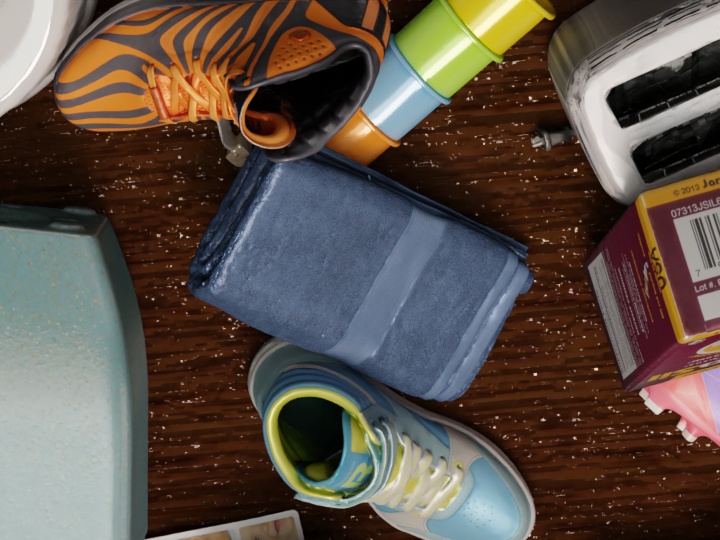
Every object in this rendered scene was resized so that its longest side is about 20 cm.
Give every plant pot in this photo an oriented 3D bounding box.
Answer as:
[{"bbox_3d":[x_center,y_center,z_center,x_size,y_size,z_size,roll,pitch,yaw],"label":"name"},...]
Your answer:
[{"bbox_3d":[-0.215,0.062,1.708,0.196,0.196,0.200,6,98,-2],"label":"plant pot"}]

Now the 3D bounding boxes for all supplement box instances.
[{"bbox_3d":[0.201,0.002,1.656,0.110,0.200,0.086,-15,81,-7],"label":"supplement box"}]

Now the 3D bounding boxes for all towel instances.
[{"bbox_3d":[0.000,0.000,1.724,0.200,0.049,0.112,24,102,-34],"label":"towel"}]

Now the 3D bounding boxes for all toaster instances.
[{"bbox_3d":[0.187,-0.109,1.684,0.200,0.129,0.114,-23,104,7],"label":"toaster"}]

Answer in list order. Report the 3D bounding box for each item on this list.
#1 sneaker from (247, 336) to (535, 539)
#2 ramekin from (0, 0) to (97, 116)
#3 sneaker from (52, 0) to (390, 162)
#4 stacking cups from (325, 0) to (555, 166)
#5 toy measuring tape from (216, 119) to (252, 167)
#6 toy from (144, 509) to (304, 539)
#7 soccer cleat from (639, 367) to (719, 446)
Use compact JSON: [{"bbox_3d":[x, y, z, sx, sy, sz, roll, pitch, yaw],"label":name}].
[{"bbox_3d":[0.018,0.122,1.750,0.200,0.131,0.080,31,102,-9],"label":"sneaker"},{"bbox_3d":[-0.250,-0.170,1.683,0.200,0.098,0.201,0,106,0],"label":"ramekin"},{"bbox_3d":[-0.082,-0.105,1.640,0.200,0.112,0.078,-17,124,14],"label":"sneaker"},{"bbox_3d":[0.022,-0.105,1.729,0.200,0.061,0.061,-42,102,16],"label":"stacking cups"},{"bbox_3d":[-0.067,-0.157,1.707,0.073,0.074,0.200,-12,115,4],"label":"toy measuring tape"},{"bbox_3d":[-0.124,0.224,1.822,0.200,0.047,0.115,-12,105,3],"label":"toy"},{"bbox_3d":[0.258,0.101,1.780,0.200,0.067,0.077,37,98,-7],"label":"soccer cleat"}]
